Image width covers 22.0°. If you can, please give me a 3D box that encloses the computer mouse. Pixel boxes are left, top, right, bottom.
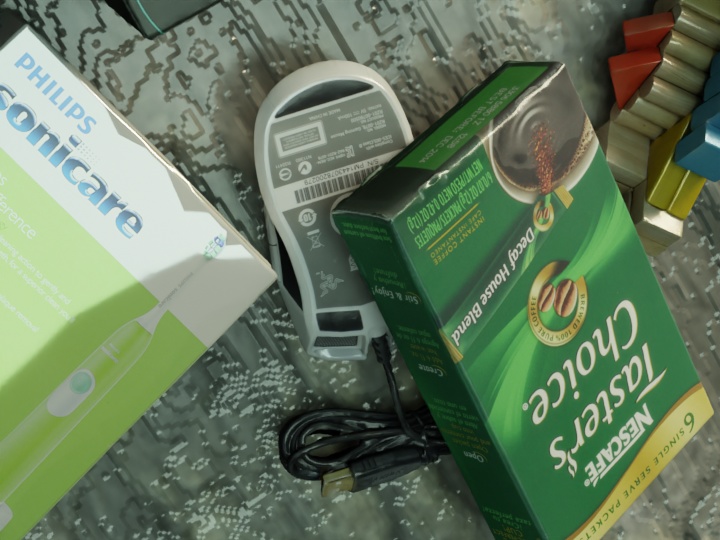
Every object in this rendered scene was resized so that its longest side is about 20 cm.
[{"bbox_3d":[0.000,0.000,0.822,0.109,0.044,0.201,-16,111,-11],"label":"computer mouse"}]

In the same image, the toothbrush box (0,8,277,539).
[{"bbox_3d":[-0.158,0.016,0.754,0.200,0.086,0.146,-46,110,-2],"label":"toothbrush box"}]

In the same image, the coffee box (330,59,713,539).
[{"bbox_3d":[0.078,0.022,0.817,0.123,0.044,0.200,-41,120,-28],"label":"coffee box"}]

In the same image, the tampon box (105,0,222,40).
[{"bbox_3d":[-0.072,-0.215,0.704,0.150,0.126,0.200,-29,109,-7],"label":"tampon box"}]

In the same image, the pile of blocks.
[{"bbox_3d":[0.153,-0.105,0.822,0.062,0.082,0.200,21,96,-20],"label":"pile of blocks"}]
